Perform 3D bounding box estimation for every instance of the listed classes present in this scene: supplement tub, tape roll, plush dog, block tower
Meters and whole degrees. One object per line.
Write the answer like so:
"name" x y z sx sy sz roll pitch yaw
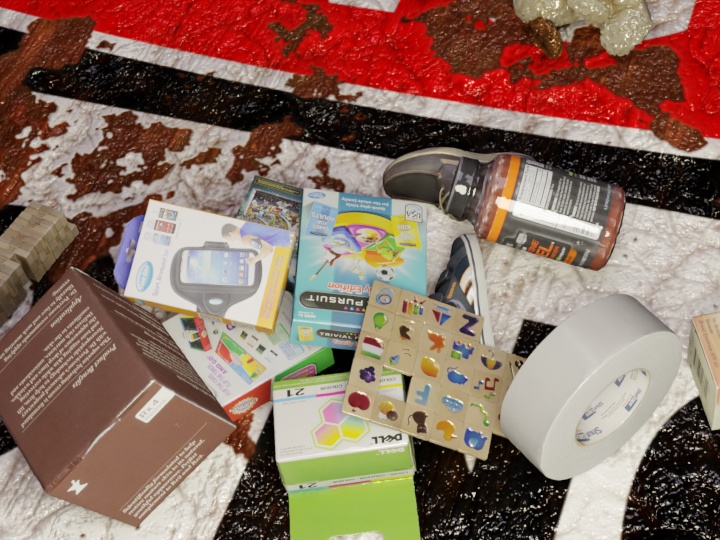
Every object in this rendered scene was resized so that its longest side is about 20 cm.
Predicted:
"supplement tub" 0.204 -0.074 1.603 0.200 0.107 0.107 16 55 2
"tape roll" 0.241 0.123 1.411 0.200 0.200 0.066 -35 56 -17
"plush dog" 0.289 -0.387 1.850 0.172 0.160 0.200 -20 49 23
"block tower" -0.439 -0.001 1.703 0.054 0.058 0.200 21 57 22

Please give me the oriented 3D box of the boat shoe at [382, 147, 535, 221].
"boat shoe" 0.125 -0.105 1.686 0.200 0.075 0.073 -1 52 9

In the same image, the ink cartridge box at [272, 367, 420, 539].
"ink cartridge box" -0.014 0.213 1.459 0.147 0.076 0.200 -8 51 2

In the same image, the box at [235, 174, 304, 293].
"box" -0.056 -0.031 1.641 0.200 0.038 0.137 17 49 4

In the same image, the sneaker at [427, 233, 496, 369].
"sneaker" 0.108 0.042 1.572 0.079 0.079 0.200 -3 53 -1

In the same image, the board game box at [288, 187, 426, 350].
"board game box" 0.000 0.000 1.569 0.151 0.047 0.200 6 50 -5

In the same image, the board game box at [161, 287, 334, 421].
"board game box" -0.154 0.097 1.593 0.200 0.040 0.153 -29 54 -14

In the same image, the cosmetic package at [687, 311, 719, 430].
"cosmetic package" 0.467 0.094 1.471 0.200 0.087 0.104 -11 51 0

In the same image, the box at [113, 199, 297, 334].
"box" -0.183 -0.007 1.565 0.200 0.041 0.119 13 78 0

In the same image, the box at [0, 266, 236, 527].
"box" -0.278 0.138 1.471 0.166 0.164 0.200 -44 55 4

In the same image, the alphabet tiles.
"alphabet tiles" 0.090 0.112 1.476 0.200 0.008 0.167 19 58 -7
